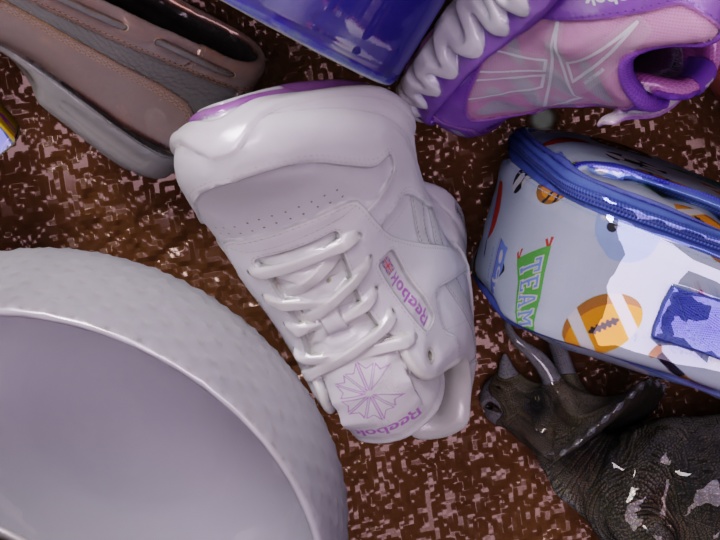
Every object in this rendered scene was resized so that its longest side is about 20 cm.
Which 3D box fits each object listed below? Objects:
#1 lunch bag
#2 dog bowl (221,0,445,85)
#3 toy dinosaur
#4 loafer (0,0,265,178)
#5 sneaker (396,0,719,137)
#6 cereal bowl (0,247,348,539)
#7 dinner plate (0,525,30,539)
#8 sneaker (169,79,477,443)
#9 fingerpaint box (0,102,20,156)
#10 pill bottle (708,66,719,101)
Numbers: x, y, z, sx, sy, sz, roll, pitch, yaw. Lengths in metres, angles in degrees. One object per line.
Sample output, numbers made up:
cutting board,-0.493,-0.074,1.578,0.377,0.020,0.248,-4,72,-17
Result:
lunch bag,0.143,0.012,0.840,0.199,0.160,0.076,18,97,-9
dog bowl,-0.055,-0.143,0.768,0.199,0.200,0.079,29,96,-11
toy dinosaur,0.139,0.093,0.895,0.198,0.077,0.103,14,104,-7
loafer,-0.118,-0.110,0.808,0.063,0.072,0.200,-36,126,25
sneaker,0.076,-0.082,0.797,0.088,0.200,0.081,36,69,-1
cereal bowl,-0.095,0.072,0.835,0.198,0.084,0.201,8,126,11
dinner plate,-0.147,0.151,0.843,0.199,0.024,0.201,9,127,12
sneaker,0.000,0.000,0.797,0.074,0.200,0.100,-18,66,17
fingerpaint box,-0.248,-0.045,0.821,0.200,0.073,0.167,-42,101,1
pill bottle,0.136,-0.138,0.839,0.112,0.112,0.200,-44,102,1
